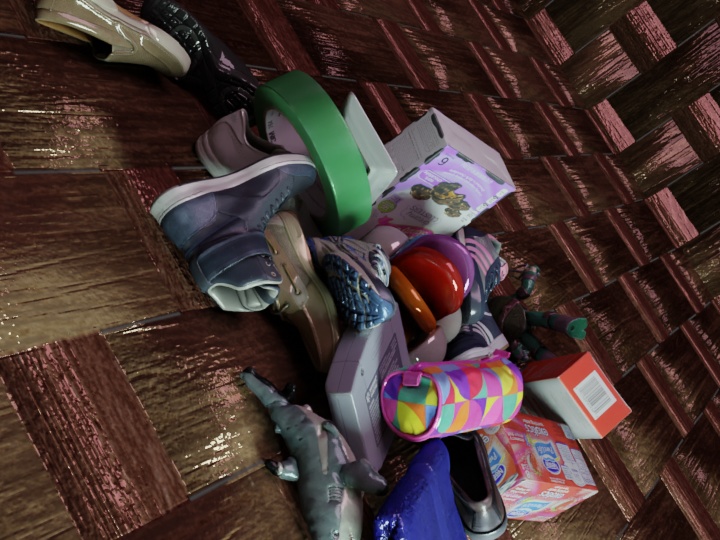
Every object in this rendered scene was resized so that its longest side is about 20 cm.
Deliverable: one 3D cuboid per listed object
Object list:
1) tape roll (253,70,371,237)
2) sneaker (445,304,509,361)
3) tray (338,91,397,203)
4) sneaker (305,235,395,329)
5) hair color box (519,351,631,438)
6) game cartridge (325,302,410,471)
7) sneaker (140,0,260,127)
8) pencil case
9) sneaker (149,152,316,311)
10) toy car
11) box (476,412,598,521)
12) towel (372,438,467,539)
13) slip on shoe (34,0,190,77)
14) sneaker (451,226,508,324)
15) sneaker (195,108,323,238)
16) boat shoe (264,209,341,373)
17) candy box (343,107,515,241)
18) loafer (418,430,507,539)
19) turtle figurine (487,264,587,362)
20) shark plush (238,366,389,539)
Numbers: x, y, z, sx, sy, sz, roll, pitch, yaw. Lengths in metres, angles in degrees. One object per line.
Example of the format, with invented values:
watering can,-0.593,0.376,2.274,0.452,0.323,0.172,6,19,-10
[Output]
tape roll,-0.059,-0.135,1.212,0.201,0.048,0.201,52,-20,28
sneaker,0.140,0.080,1.399,0.109,0.070,0.200,63,20,6
tray,-0.014,-0.128,1.210,0.108,0.022,0.200,61,-17,5
sneaker,0.000,0.000,1.121,0.200,0.085,0.078,-140,-139,-58
hair color box,0.276,0.175,1.395,0.102,0.061,0.200,54,-18,-1
game cartridge,0.012,0.121,1.105,0.200,0.041,0.134,-58,144,-60
sneaker,-0.196,-0.263,1.264,0.200,0.076,0.091,47,16,-31
pencil case,0.105,0.136,1.127,0.199,0.088,0.089,-2,60,-55
sneaker,-0.103,-0.038,1.077,0.202,0.077,0.147,-24,72,-36
toy car,0.071,0.019,1.267,0.175,0.150,0.200,52,26,-4
box,0.199,0.246,1.273,0.199,0.095,0.100,20,40,-50
towel,0.057,0.269,1.009,0.200,0.049,0.149,-32,110,-71
slip on shoe,-0.274,-0.258,1.130,0.200,0.076,0.061,33,72,-52
sneaker,0.167,0.004,1.392,0.081,0.071,0.201,10,36,-7
sneaker,-0.099,-0.099,1.194,0.200,0.088,0.075,47,25,-15
boat shoe,-0.076,0.027,1.120,0.065,0.072,0.201,-13,67,-22
candy box,0.079,-0.105,1.371,0.167,0.200,0.072,23,39,-46
loafer,0.112,0.209,1.153,0.200,0.071,0.063,-116,-173,-48
turtle figurine,0.244,0.078,1.538,0.100,0.151,0.200,-9,27,-33
shark plush,-0.052,0.176,0.975,0.083,0.091,0.201,-26,87,-32
